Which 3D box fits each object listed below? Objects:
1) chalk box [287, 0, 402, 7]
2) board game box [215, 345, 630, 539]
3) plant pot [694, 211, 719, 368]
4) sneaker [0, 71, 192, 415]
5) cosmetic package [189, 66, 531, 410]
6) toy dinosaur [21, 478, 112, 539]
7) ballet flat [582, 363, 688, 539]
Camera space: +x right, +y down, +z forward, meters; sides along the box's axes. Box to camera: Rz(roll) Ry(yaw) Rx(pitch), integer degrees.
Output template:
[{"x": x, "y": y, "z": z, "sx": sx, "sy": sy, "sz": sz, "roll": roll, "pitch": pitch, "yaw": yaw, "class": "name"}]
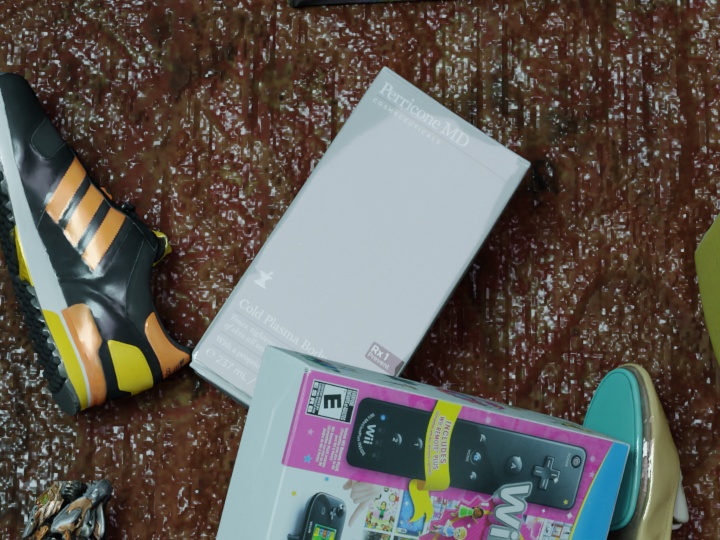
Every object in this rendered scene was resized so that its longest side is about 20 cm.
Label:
[{"x": 0.052, "y": -0.238, "z": 0.933, "sx": 0.198, "sy": 0.124, "sz": 0.125, "roll": -4, "pitch": 78, "yaw": -5, "class": "chalk box"}, {"x": 0.030, "y": 0.136, "z": 0.828, "sx": 0.198, "sy": 0.064, "sz": 0.149, "roll": 15, "pitch": 89, "yaw": -28, "class": "board game box"}, {"x": 0.292, "y": 0.018, "z": 0.861, "sx": 0.195, "sy": 0.194, "sz": 0.201, "roll": -36, "pitch": 76, "yaw": -9, "class": "plant pot"}, {"x": -0.158, "y": -0.022, "z": 0.912, "sx": 0.089, "sy": 0.070, "sz": 0.202, "roll": -14, "pitch": 79, "yaw": -21, "class": "sneaker"}, {"x": 0.000, "y": 0.000, "z": 0.898, "sx": 0.106, "sy": 0.090, "sz": 0.201, "roll": 31, "pitch": 82, "yaw": 2, "class": "cosmetic package"}, {"x": -0.136, "y": 0.215, "z": 0.856, "sx": 0.134, "sy": 0.102, "sz": 0.202, "roll": -8, "pitch": 92, "yaw": 19, "class": "toy dinosaur"}, {"x": 0.152, "y": 0.156, "z": 0.893, "sx": 0.063, "sy": 0.068, "sz": 0.202, "roll": 15, "pitch": 79, "yaw": -28, "class": "ballet flat"}]
